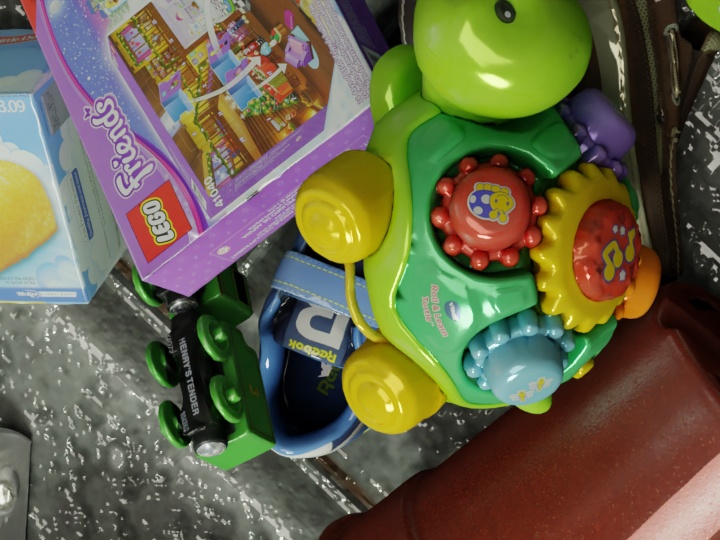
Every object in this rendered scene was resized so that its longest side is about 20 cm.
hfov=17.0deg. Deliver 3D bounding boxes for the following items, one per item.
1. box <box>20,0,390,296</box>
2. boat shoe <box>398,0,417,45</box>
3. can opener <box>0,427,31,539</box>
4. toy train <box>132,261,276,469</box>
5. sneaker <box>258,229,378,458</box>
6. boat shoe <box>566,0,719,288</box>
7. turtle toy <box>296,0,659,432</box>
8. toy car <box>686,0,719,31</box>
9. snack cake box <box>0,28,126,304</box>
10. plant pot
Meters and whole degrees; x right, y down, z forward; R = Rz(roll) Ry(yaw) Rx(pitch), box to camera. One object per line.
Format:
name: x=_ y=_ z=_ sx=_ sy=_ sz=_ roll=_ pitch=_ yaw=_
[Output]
box: x=-0.071 y=-0.110 z=1.053 sx=0.136 sy=0.039 sz=0.201 roll=-35 pitch=63 yaw=20
boat shoe: x=0.041 y=-0.180 z=1.033 sx=0.059 sy=0.072 sz=0.202 roll=23 pitch=120 yaw=30
can opener: x=-0.208 y=0.168 z=1.260 sx=0.067 sy=0.053 sz=0.202 roll=30 pitch=121 yaw=44
toy train: x=-0.077 y=-0.003 z=1.091 sx=0.042 sy=0.056 sz=0.201 roll=-26 pitch=59 yaw=22
sneaker: x=0.000 y=0.000 z=1.100 sx=0.073 sy=0.082 sz=0.202 roll=20 pitch=113 yaw=15
boat shoe: x=0.123 y=-0.085 z=1.033 sx=0.074 sy=0.075 sz=0.204 roll=-17 pitch=117 yaw=-4
turtle toy: x=0.055 y=-0.032 z=0.947 sx=0.101 sy=0.146 sz=0.201 roll=6 pitch=121 yaw=40
toy car: x=0.131 y=-0.207 z=0.886 sx=0.157 sy=0.200 sz=0.165 roll=18 pitch=74 yaw=13
snack cake box: x=-0.219 y=-0.050 z=1.159 sx=0.198 sy=0.067 sz=0.116 roll=1 pitch=123 yaw=20
plant pot: x=0.117 y=0.122 z=1.049 sx=0.201 sy=0.201 sz=0.195 roll=45 pitch=108 yaw=1
